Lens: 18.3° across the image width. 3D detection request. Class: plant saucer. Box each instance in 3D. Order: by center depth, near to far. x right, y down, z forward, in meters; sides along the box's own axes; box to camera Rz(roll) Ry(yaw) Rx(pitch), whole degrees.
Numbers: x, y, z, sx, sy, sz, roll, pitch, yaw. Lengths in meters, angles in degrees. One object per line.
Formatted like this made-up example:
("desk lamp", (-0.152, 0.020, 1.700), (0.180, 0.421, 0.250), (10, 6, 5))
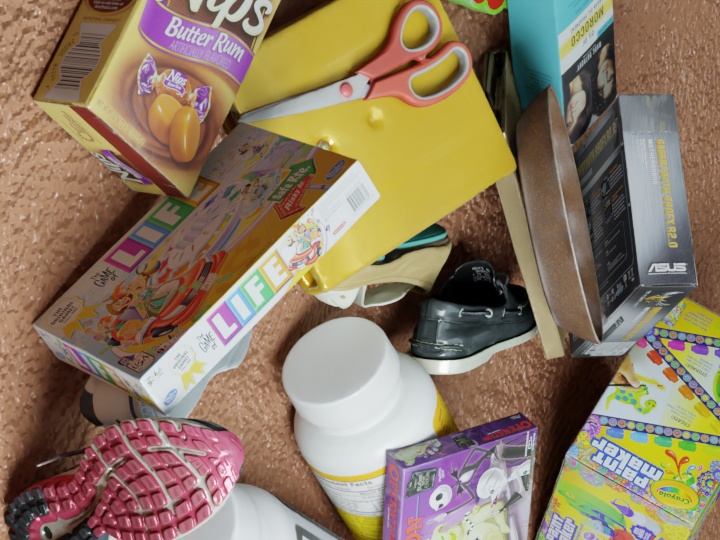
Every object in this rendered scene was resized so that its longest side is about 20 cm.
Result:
("plant saucer", (0.149, -0.040, 1.700), (0.200, 0.034, 0.201), (-10, 90, -80))

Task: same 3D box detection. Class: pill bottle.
("pill bottle", (-0.073, 0.218, 1.575), (0.200, 0.114, 0.114), (39, 68, -49))
("pill bottle", (0.017, 0.131, 1.673), (0.113, 0.113, 0.200), (-56, 138, -27))

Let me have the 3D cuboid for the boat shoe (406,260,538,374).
("boat shoe", (0.089, 0.026, 1.759), (0.199, 0.074, 0.066), (-23, 116, -58))

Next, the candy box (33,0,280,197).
("candy box", (-0.122, -0.163, 1.464), (0.117, 0.056, 0.200), (43, 63, -48))

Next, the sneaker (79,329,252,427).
("sneaker", (-0.129, 0.046, 1.501), (0.200, 0.071, 0.073), (-48, 134, -64))

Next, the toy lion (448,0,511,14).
("toy lion", (0.122, -0.304, 1.753), (0.200, 0.069, 0.192), (-33, 130, -45))

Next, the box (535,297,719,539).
("box", (0.254, 0.161, 1.922), (0.193, 0.122, 0.200), (-54, 166, -29))

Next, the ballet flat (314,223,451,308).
("ballet flat", (0.000, 0.000, 1.660), (0.200, 0.069, 0.063), (-4, 116, -51))

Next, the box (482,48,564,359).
("box", (0.129, -0.054, 1.770), (0.164, 0.021, 0.200), (-83, 159, -62))

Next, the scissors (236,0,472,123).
("scissors", (0.001, -0.123, 1.562), (0.200, 0.014, 0.073), (-37, 106, -33))

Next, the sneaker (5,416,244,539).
("sneaker", (-0.143, 0.132, 1.411), (0.075, 0.200, 0.081), (-28, 93, -47))

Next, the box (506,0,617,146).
("box", (0.162, -0.198, 1.794), (0.082, 0.049, 0.200), (-46, 145, -31))

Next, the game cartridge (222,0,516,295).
("game cartridge", (0.002, -0.105, 1.588), (0.200, 0.032, 0.177), (-32, 102, -33))

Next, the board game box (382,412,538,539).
("board game box", (0.070, 0.209, 1.663), (0.120, 0.032, 0.201), (-13, 123, -25))

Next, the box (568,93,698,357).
("box", (0.209, -0.032, 1.798), (0.048, 0.200, 0.159), (0, 71, -12))

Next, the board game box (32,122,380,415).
("board game box", (-0.099, -0.006, 1.431), (0.200, 0.134, 0.034), (-46, 126, -19))
